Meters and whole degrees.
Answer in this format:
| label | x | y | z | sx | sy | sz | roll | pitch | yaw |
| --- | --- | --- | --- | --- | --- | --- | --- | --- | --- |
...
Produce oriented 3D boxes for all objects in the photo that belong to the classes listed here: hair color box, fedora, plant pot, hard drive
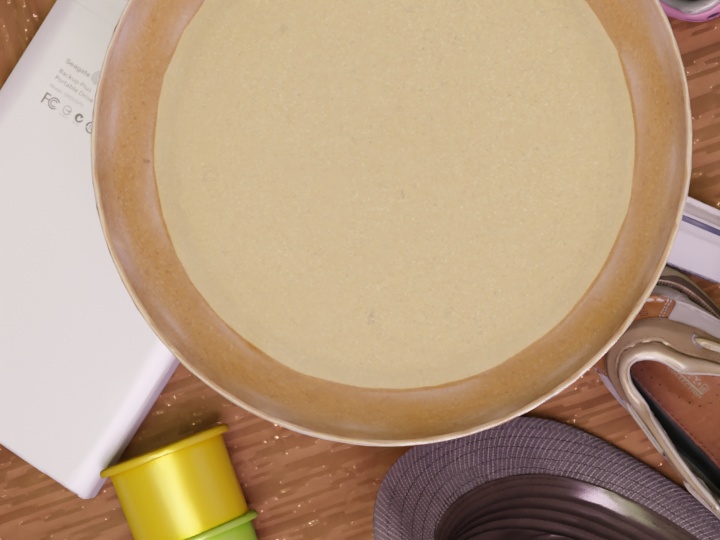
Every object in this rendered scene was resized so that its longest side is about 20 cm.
| label | x | y | z | sx | sy | sz | roll | pitch | yaw |
| --- | --- | --- | --- | --- | --- | --- | --- | --- | --- |
| hair color box | 0.000 | 0.000 | 0.775 | 0.061 | 0.200 | 0.102 | 10 | 88 | 6 |
| fedora | 0.088 | 0.158 | 0.799 | 0.200 | 0.177 | 0.091 | 36 | 126 | 26 |
| plant pot | 0.010 | -0.042 | 0.662 | 0.199 | 0.027 | 0.201 | 0 | 87 | 5 |
| hard drive | -0.120 | -0.019 | 0.877 | 0.132 | 0.027 | 0.200 | 32 | 91 | 7 |

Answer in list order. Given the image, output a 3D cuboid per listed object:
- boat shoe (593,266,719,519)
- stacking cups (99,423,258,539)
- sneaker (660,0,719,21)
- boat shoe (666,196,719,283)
| label | x | y | z | sx | sy | sz | roll | pitch | yaw |
| --- | --- | --- | --- | --- | --- | --- | --- | --- | --- |
| boat shoe | 0.170 | 0.083 | 0.796 | 0.200 | 0.068 | 0.075 | 37 | 111 | -10 |
| stacking cups | -0.051 | 0.169 | 0.851 | 0.060 | 0.061 | 0.201 | -20 | 90 | 5 |
| sneaker | 0.107 | -0.191 | 0.797 | 0.070 | 0.082 | 0.200 | -29 | 109 | 13 |
| boat shoe | 0.076 | -0.063 | 0.832 | 0.199 | 0.074 | 0.067 | 27 | 93 | 8 |
